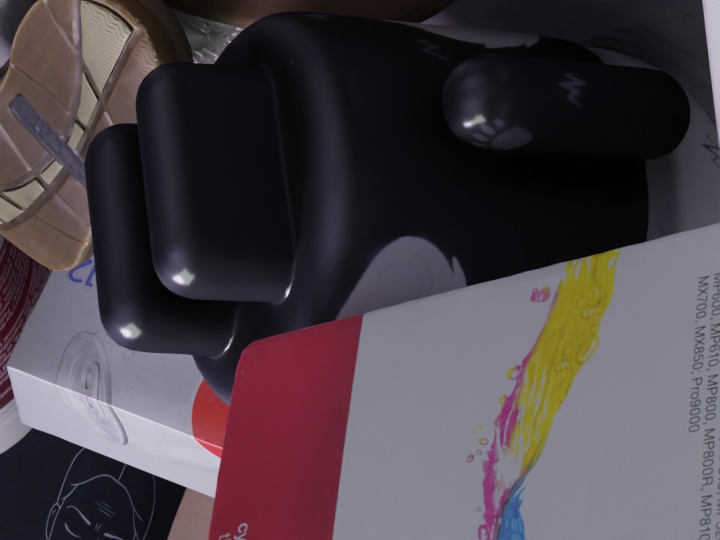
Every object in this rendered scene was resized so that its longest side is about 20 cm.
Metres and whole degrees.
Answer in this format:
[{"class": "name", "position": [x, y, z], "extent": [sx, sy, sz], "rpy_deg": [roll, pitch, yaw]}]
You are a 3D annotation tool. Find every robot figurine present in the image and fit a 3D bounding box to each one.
[{"class": "robot figurine", "position": [0.020, -0.015, 0.809], "extent": [0.200, 0.125, 0.150], "rpy_deg": [3, -165, -27]}]

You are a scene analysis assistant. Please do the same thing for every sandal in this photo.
[{"class": "sandal", "position": [-0.097, -0.056, 0.921], "extent": [0.080, 0.054, 0.200], "rpy_deg": [49, 150, -3]}]

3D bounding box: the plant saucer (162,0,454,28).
[{"class": "plant saucer", "position": [-0.055, -0.133, 0.777], "extent": [0.200, 0.029, 0.200], "rpy_deg": [18, 157, 8]}]

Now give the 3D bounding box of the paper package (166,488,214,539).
[{"class": "paper package", "position": [-0.005, 0.170, 1.222], "extent": [0.200, 0.191, 0.103], "rpy_deg": [-3, 152, 47]}]

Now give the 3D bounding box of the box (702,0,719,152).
[{"class": "box", "position": [0.155, -0.056, 0.663], "extent": [0.112, 0.101, 0.200], "rpy_deg": [15, 157, 17]}]

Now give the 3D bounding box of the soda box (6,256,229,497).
[{"class": "soda box", "position": [-0.034, 0.057, 1.043], "extent": [0.200, 0.063, 0.068], "rpy_deg": [21, 158, 6]}]

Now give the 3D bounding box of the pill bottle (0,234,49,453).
[{"class": "pill bottle", "position": [-0.190, 0.004, 1.107], "extent": [0.114, 0.114, 0.200], "rpy_deg": [17, 158, 12]}]

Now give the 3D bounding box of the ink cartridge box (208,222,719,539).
[{"class": "ink cartridge box", "position": [0.080, 0.090, 0.687], "extent": [0.200, 0.145, 0.145], "rpy_deg": [-16, 141, 33]}]

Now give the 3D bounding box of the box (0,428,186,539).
[{"class": "box", "position": [-0.171, 0.145, 1.305], "extent": [0.107, 0.200, 0.148], "rpy_deg": [0, 149, 45]}]
